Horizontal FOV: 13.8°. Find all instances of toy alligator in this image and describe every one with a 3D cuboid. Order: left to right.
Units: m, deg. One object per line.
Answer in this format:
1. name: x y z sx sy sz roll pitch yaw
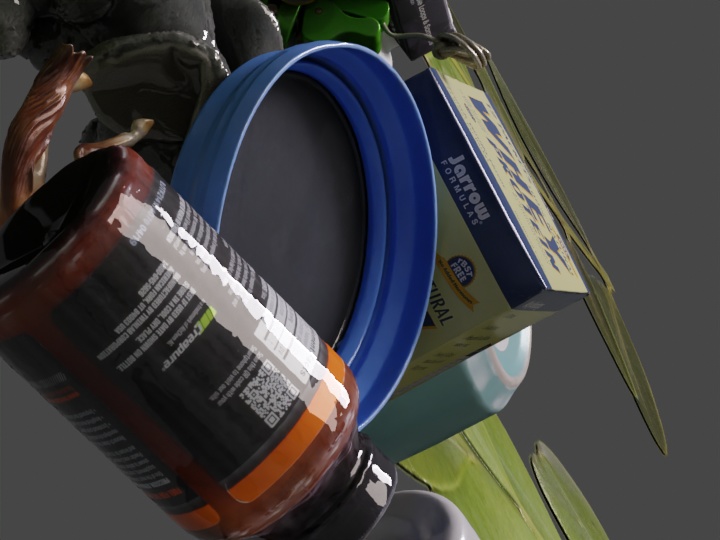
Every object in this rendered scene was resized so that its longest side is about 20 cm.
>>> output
1. toy alligator: -0.031 -0.133 1.576 0.200 0.054 0.059 25 -19 10

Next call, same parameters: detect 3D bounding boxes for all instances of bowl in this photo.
1. bowl: -0.030 -0.013 1.447 0.200 0.039 0.201 -16 109 -57
2. bowl: 0.044 0.023 1.898 0.201 0.105 0.202 -9 90 -72

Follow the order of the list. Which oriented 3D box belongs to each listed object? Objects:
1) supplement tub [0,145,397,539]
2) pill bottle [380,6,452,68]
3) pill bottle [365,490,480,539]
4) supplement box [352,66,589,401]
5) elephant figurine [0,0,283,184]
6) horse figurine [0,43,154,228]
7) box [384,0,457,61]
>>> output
1. supplement tub: -0.074 0.047 1.311 0.200 0.107 0.107 46 14 -19
2. pill bottle: -0.052 -0.131 1.729 0.113 0.200 0.113 59 10 -18
3. pill bottle: 0.049 0.221 1.543 0.200 0.114 0.114 56 11 -28
4. supplement box: 0.000 0.000 1.639 0.135 0.199 0.200 62 10 6
5. elephant figurine: -0.103 -0.096 1.480 0.200 0.142 0.155 50 -28 -9
6. horse figurine: -0.123 -0.007 1.395 0.200 0.050 0.133 62 41 -33
7. box: -0.020 -0.224 1.613 0.200 0.036 0.143 54 -8 30
